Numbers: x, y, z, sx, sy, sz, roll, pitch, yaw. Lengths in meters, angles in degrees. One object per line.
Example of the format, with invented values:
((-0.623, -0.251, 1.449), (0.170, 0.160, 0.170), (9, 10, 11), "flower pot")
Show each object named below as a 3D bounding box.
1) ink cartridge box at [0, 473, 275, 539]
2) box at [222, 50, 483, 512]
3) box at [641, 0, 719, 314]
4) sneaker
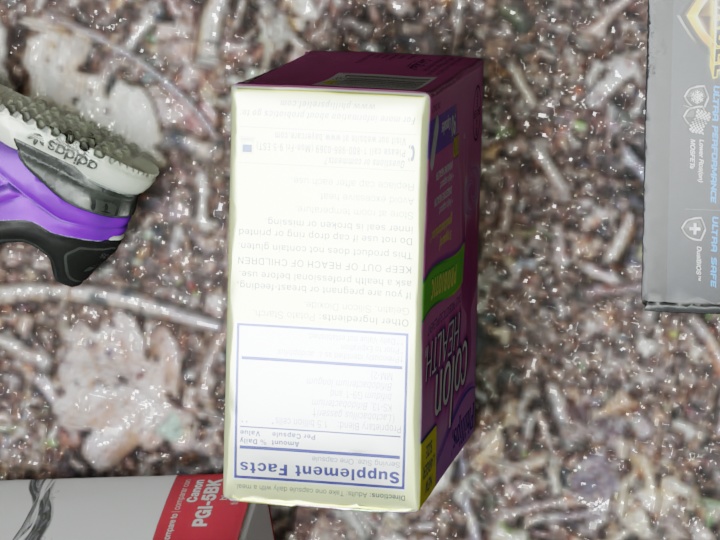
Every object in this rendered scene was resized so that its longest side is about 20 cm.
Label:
((-0.143, 0.186, 1.513), (0.199, 0.083, 0.147), (-2, 120, 11), "ink cartridge box")
((0.000, 0.000, 1.430), (0.096, 0.176, 0.201), (4, 99, 10), "box")
((0.241, -0.076, 1.441), (0.198, 0.050, 0.201), (3, 100, 11), "box")
((-0.213, -0.054, 1.516), (0.200, 0.070, 0.100), (27, 105, 6), "sneaker")
